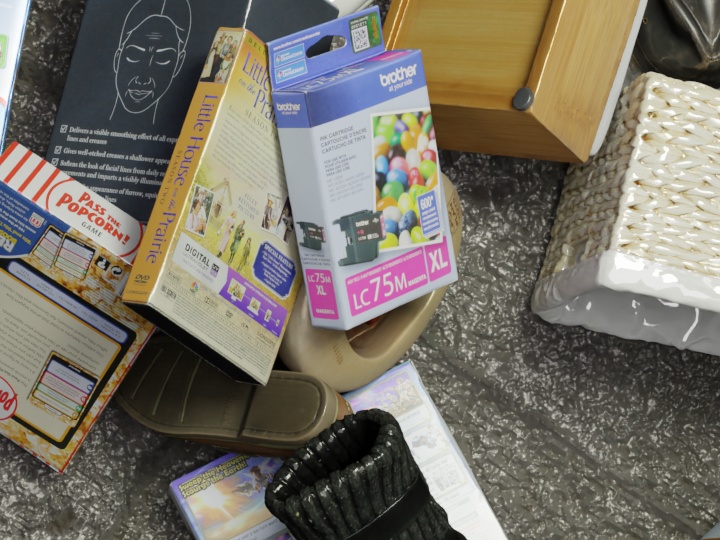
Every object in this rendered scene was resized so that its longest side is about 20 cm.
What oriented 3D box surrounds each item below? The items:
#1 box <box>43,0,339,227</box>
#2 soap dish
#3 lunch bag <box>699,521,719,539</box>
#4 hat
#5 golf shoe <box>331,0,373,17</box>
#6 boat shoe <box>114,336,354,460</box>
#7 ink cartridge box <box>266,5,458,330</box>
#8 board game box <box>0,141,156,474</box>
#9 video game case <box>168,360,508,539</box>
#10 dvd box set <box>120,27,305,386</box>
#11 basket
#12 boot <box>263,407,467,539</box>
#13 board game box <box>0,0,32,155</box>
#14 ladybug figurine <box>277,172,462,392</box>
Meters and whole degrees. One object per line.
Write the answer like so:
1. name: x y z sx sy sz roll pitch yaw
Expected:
1. box: -0.123 -0.115 1.691 0.148 0.107 0.201 8 79 34
2. soap dish: 0.099 -0.164 1.722 0.081 0.200 0.158 28 76 -45
3. lunch bag: 0.301 0.198 1.694 0.076 0.160 0.200 48 48 -1
4. hat: 0.258 -0.196 1.804 0.200 0.081 0.201 1 83 -9
5. golf shoe: 0.016 -0.268 1.774 0.075 0.092 0.200 36 81 -3
6. boat shoe: -0.089 0.100 1.691 0.200 0.068 0.072 15 73 37
7. ink cartridge box: 0.002 -0.072 1.635 0.119 0.042 0.201 -23 107 -43
8. board game box: -0.222 0.029 1.654 0.151 0.200 0.046 34 37 -3
9. video game case: -0.009 0.190 1.718 0.200 0.045 0.182 -26 77 -11
10. dvd box set: -0.079 -0.041 1.605 0.029 0.146 0.200 7 71 34
11. basket: 0.247 -0.031 1.719 0.199 0.198 0.161 12 81 -9
12. boot: -0.019 0.211 1.604 0.211 0.079 0.158 -53 132 -22
13. board game box: -0.316 -0.191 1.740 0.151 0.037 0.201 11 82 -6
14. ladybug figurine: 0.000 0.000 1.725 0.200 0.072 0.136 -47 133 -32
